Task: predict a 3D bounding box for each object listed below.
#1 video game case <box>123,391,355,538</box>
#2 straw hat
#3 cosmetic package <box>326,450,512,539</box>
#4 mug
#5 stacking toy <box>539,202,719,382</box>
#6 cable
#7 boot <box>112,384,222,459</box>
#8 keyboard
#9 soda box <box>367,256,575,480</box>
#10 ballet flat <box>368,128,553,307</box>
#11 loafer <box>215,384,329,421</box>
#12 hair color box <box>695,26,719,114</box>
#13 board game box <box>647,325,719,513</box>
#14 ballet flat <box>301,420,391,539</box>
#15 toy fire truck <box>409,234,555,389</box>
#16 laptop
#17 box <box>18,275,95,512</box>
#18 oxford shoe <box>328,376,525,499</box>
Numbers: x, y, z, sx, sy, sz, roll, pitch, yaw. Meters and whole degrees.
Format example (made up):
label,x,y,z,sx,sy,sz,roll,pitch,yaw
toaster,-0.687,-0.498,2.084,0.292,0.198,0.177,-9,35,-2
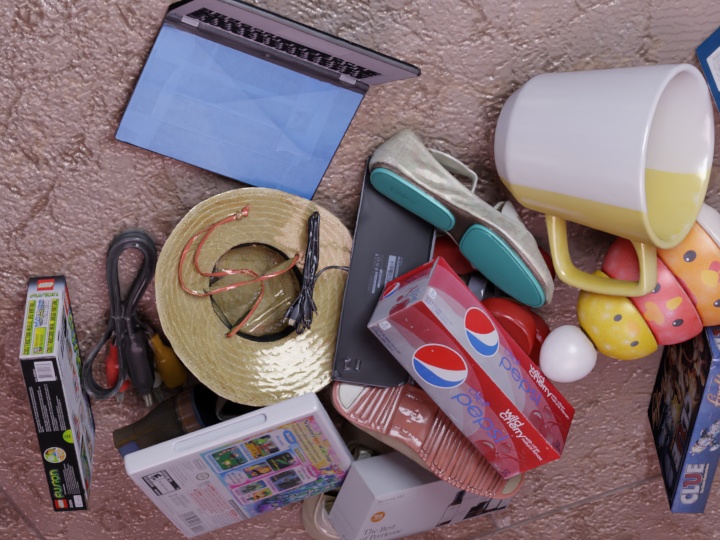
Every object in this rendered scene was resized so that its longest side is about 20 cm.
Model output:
label,x,y,z,sx,sy,sz,roll,pitch,yaw
video game case,-0.104,0.183,1.759,0.181,0.024,0.200,-19,153,3
straw hat,-0.096,0.016,1.705,0.199,0.085,0.203,-2,97,-18
cosmetic package,0.070,0.211,1.856,0.199,0.051,0.083,-10,136,-35
mug,0.192,-0.084,1.584,0.152,0.188,0.149,9,173,30
stacking toy,0.242,0.032,1.674,0.200,0.146,0.146,-40,126,-2
cable,-0.219,0.047,1.771,0.096,0.050,0.201,-4,119,5
boot,-0.157,0.181,1.850,0.096,0.075,0.200,-21,140,13
keyboard,0.000,0.000,1.677,0.126,0.021,0.202,9,91,-17
soda box,0.099,0.086,1.657,0.070,0.064,0.200,-26,115,36
ballet flat,0.098,-0.051,1.641,0.200,0.062,0.067,39,152,-1
loafer,-0.053,0.089,1.766,0.199,0.070,0.070,-33,102,30
hair color box,0.380,-0.128,1.614,0.199,0.100,0.060,32,120,-28
board game box,0.314,0.110,1.789,0.034,0.136,0.201,2,130,-5
ballet flat,-0.014,0.221,1.906,0.069,0.070,0.201,9,129,-12
toy fire truck,0.086,0.050,1.750,0.167,0.112,0.201,9,131,13
laptop,-0.080,-0.137,1.563,0.186,0.200,0.117,18,86,-19
box,-0.279,0.116,1.768,0.034,0.110,0.201,-4,130,0
oxford shoe,0.061,0.143,1.740,0.199,0.074,0.071,33,81,-7
